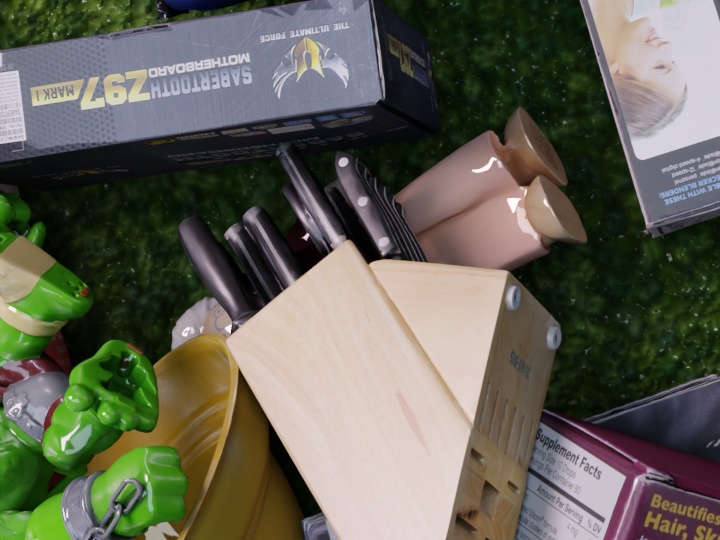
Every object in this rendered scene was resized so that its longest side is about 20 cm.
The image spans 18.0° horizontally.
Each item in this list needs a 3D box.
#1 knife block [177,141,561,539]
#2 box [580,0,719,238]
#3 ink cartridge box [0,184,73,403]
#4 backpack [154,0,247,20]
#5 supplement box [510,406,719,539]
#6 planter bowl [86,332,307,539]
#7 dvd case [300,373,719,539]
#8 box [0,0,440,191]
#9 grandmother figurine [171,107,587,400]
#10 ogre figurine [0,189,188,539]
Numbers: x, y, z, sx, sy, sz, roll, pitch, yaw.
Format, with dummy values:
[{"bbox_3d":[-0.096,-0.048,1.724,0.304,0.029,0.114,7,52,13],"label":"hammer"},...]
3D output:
[{"bbox_3d":[-0.014,0.049,0.940,0.174,0.064,0.201,4,70,29],"label":"knife block"},{"bbox_3d":[0.125,-0.119,0.985,0.060,0.117,0.202,-16,86,8],"label":"box"},{"bbox_3d":[-0.236,-0.022,1.067,0.145,0.083,0.202,-18,88,10],"label":"ink cartridge box"},{"bbox_3d":[-0.068,-0.199,0.979,0.161,0.200,0.169,-16,96,5],"label":"backpack"},{"bbox_3d":[0.108,0.175,0.928,0.130,0.103,0.201,19,94,-25],"label":"supplement box"},{"bbox_3d":[-0.080,0.133,0.980,0.083,0.200,0.201,32,97,-19],"label":"planter bowl"},{"bbox_3d":[0.086,0.145,0.986,0.199,0.016,0.150,-18,102,-13],"label":"dvd case"},{"bbox_3d":[-0.073,-0.074,0.999,0.198,0.158,0.051,-7,88,9],"label":"box"},{"bbox_3d":[0.000,0.000,1.025,0.199,0.061,0.122,-30,40,17],"label":"grandmother figurine"},{"bbox_3d":[-0.145,0.065,0.951,0.200,0.098,0.120,42,112,22],"label":"ogre figurine"}]
